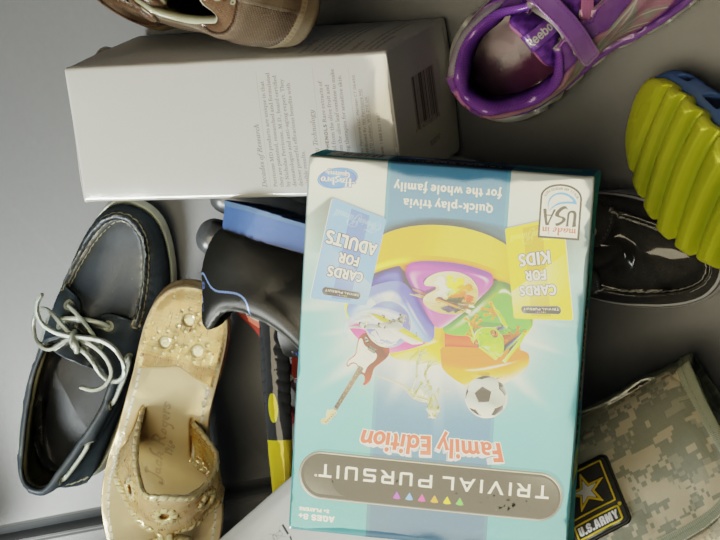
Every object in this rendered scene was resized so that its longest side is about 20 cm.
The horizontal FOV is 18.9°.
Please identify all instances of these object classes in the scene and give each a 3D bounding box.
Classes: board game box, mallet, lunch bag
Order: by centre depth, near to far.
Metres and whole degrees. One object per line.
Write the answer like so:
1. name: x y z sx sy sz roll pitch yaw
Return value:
1. board game box: 0.044 0.042 1.143 0.150 0.047 0.201 4 97 10
2. lunch bag: 0.166 0.167 1.227 0.164 0.118 0.200 -32 92 17
3. mallet: -0.039 0.109 1.295 0.066 0.041 0.201 5 95 23

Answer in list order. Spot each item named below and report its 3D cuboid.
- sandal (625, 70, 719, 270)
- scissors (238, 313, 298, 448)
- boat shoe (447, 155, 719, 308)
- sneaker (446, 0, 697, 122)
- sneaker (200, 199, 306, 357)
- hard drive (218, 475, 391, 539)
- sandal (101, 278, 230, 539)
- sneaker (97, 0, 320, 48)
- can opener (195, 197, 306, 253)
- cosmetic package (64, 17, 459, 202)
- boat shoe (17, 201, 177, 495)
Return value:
1. sandal: 0.224 -0.032 1.171 0.200 0.087 0.080 51 141 21
2. scissors: -0.037 0.076 1.314 0.073 0.014 0.201 -10 91 14
3. boat shoe: 0.109 -0.019 1.221 0.199 0.066 0.070 19 112 15
4. sneaker: 0.120 -0.146 1.167 0.200 0.088 0.081 -41 88 25
5. sneaker: 0.006 0.022 1.207 0.199 0.070 0.078 17 96 13
6. hard drive: 0.009 0.159 1.232 0.200 0.026 0.132 -42 65 17
7. sandal: -0.119 0.115 1.305 0.077 0.070 0.213 8 104 1
8. sneaker: -0.107 -0.171 1.213 0.200 0.075 0.071 16 94 47
9. can opener: 0.000 0.000 1.262 0.199 0.067 0.054 20 97 2
10. cosmetic package: -0.056 -0.093 1.240 0.199 0.108 0.085 -2 106 23
11. boat shoe: -0.172 0.050 1.352 0.075 0.062 0.201 29 113 13
